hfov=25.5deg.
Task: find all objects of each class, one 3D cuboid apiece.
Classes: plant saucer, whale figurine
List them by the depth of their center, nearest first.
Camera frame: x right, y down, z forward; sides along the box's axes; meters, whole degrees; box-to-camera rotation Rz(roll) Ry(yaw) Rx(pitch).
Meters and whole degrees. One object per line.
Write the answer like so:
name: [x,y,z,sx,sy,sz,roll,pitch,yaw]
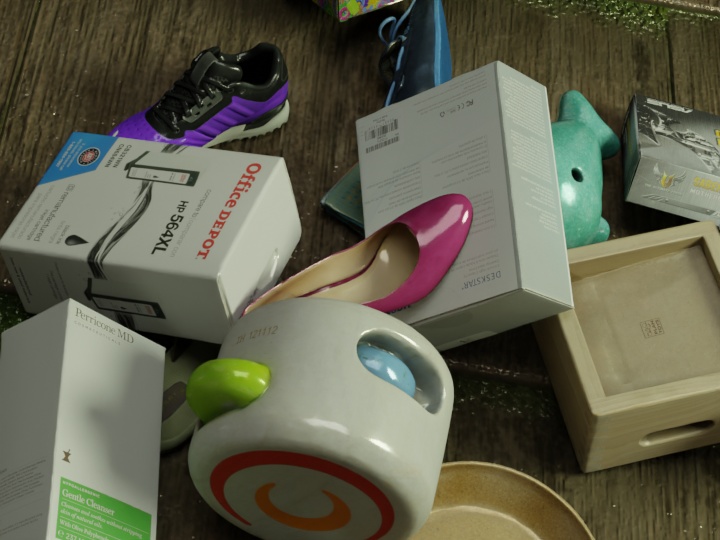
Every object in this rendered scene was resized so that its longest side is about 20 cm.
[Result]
plant saucer: [0.091,0.244,1.228,0.199,0.036,0.201,5,54,-7]
whale figurine: [0.178,-0.089,1.421,0.159,0.104,0.200,49,54,-8]

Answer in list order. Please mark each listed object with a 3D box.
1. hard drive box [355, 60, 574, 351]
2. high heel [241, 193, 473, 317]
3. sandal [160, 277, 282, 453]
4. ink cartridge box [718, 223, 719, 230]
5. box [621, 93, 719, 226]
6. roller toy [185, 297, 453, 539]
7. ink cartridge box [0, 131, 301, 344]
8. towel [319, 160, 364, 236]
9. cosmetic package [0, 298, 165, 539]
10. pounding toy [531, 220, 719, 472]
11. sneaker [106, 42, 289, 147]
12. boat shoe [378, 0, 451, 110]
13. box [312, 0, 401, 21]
hard drive box: [0.083,-0.049,1.324,0.077,0.155,0.201,19,60,-47]
high heel: [0.000,0.000,1.244,0.200,0.096,0.067,-44,58,3]
sandal: [-0.121,0.065,1.297,0.080,0.057,0.201,29,55,9]
ink cartridge box: [0.391,0.063,1.339,0.199,0.041,0.201,27,39,-49]
box: [0.341,-0.090,1.467,0.199,0.049,0.159,15,27,1]
roller toy: [-0.026,0.113,1.182,0.181,0.200,0.140,8,54,9]
ink cartridge box: [-0.167,-0.029,1.298,0.199,0.085,0.146,7,47,20]
towel: [0.075,-0.080,1.462,0.146,0.022,0.200,34,54,11]
cosmetic package: [-0.212,0.137,1.183,0.107,0.085,0.201,31,47,-42]
pounding toy: [0.263,0.080,1.334,0.199,0.142,0.185,-12,57,-6]
sneaker: [-0.148,-0.150,1.416,0.200,0.100,0.070,-29,63,-28]
boat shoe: [0.047,-0.200,1.491,0.068,0.084,0.200,-8,33,11]
box: [0.007,-0.362,1.554,0.199,0.122,0.193,-24,45,-25]
